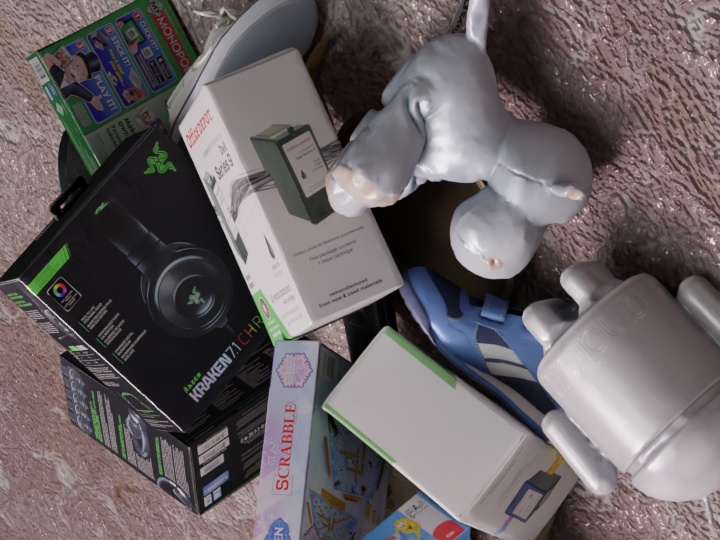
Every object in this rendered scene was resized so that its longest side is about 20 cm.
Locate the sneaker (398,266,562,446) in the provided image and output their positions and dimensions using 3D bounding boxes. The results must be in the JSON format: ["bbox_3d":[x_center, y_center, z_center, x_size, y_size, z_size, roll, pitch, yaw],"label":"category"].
[{"bbox_3d":[0.118,0.053,1.493,0.200,0.074,0.082,38,107,-5],"label":"sneaker"}]

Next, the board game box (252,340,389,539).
[{"bbox_3d":[-0.027,0.174,1.575,0.041,0.200,0.200,1,165,20],"label":"board game box"}]

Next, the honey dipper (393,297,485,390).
[{"bbox_3d":[0.039,0.037,1.645,0.200,0.038,0.038,40,144,19],"label":"honey dipper"}]

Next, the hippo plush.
[{"bbox_3d":[0.088,-0.087,1.410,0.161,0.200,0.159,36,-171,-5],"label":"hippo plush"}]

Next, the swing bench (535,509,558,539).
[{"bbox_3d":[0.181,0.337,1.633,0.199,0.130,0.200,35,142,29],"label":"swing bench"}]

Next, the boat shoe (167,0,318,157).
[{"bbox_3d":[-0.105,-0.183,1.608,0.202,0.075,0.086,-52,49,43],"label":"boat shoe"}]

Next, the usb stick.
[{"bbox_3d":[0.000,0.000,1.606,0.055,0.033,0.200,20,131,43],"label":"usb stick"}]

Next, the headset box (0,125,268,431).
[{"bbox_3d":[-0.173,0.003,1.611,0.200,0.174,0.093,45,163,-13],"label":"headset box"}]

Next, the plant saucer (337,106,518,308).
[{"bbox_3d":[0.055,-0.044,1.559,0.200,0.029,0.200,33,141,31],"label":"plant saucer"}]

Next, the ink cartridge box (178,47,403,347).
[{"bbox_3d":[-0.058,-0.054,1.516,0.200,0.084,0.146,66,164,3],"label":"ink cartridge box"}]

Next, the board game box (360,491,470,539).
[{"bbox_3d":[0.005,0.304,1.519,0.056,0.200,0.196,33,146,35],"label":"board game box"}]

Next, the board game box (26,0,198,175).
[{"bbox_3d":[-0.183,-0.127,1.696,0.029,0.135,0.200,-13,107,59],"label":"board game box"}]

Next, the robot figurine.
[{"bbox_3d":[0.206,0.083,1.394,0.200,0.113,0.170,47,112,13],"label":"robot figurine"}]

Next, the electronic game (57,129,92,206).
[{"bbox_3d":[-0.205,-0.050,1.760,0.042,0.200,0.200,-25,99,23],"label":"electronic game"}]

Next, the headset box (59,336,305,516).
[{"bbox_3d":[-0.159,0.108,1.833,0.200,0.174,0.093,30,138,34],"label":"headset box"}]

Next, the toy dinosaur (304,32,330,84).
[{"bbox_3d":[-0.050,-0.116,1.626,0.106,0.060,0.200,14,118,32],"label":"toy dinosaur"}]

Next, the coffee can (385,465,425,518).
[{"bbox_3d":[0.008,0.263,1.779,0.146,0.146,0.200,41,144,23],"label":"coffee can"}]

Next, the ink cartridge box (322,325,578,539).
[{"bbox_3d":[0.077,0.134,1.538,0.145,0.088,0.200,37,179,24],"label":"ink cartridge box"}]
